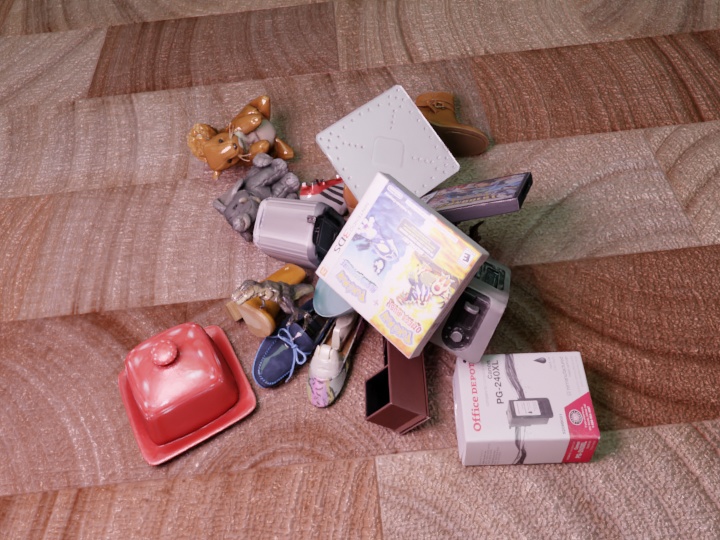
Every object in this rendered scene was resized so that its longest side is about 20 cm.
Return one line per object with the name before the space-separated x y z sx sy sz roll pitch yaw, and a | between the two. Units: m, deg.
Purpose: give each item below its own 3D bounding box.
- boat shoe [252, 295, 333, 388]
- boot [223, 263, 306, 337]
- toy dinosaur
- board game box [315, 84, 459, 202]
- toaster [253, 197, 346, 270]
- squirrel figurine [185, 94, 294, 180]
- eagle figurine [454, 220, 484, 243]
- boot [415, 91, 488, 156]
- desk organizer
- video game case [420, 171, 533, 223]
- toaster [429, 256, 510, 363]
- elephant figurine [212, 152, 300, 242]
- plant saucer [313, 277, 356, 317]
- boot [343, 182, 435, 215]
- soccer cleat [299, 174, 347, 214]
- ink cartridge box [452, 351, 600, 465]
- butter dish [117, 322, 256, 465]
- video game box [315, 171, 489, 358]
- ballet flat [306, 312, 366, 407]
boat shoe | -0.110 0.109 1.085 0.084 0.068 0.202 44 59 -18
boot | -0.150 0.041 1.111 0.143 0.072 0.200 -35 20 -22
toy dinosaur | -0.115 0.050 1.028 0.047 0.198 0.089 -44 67 24
board game box | 0.049 -0.211 1.173 0.198 0.026 0.202 -34 82 -14
toaster | -0.109 -0.066 1.167 0.126 0.200 0.117 9 84 17
squirrel figurine | -0.272 -0.257 1.341 0.196 0.144 0.187 -3 28 35
eagle figurine | 0.120 -0.055 1.177 0.195 0.152 0.154 13 74 9
boot | 0.196 -0.331 1.428 0.195 0.078 0.157 5 48 19
desk organizer | 0.053 0.149 1.035 0.076 0.072 0.203 25 45 -29
video game case | 0.182 -0.119 1.084 0.196 0.026 0.181 -9 17 25
toaster | 0.141 0.032 1.031 0.178 0.120 0.200 28 23 5
elephant figurine | -0.218 -0.126 1.244 0.140 0.157 0.201 29 55 17
plant saucer | 0.000 0.000 1.065 0.199 0.027 0.202 -38 28 23
boot | 0.058 -0.179 1.255 0.197 0.157 0.074 -24 45 -15
soccer cleat | -0.038 -0.151 1.307 0.197 0.087 0.068 -18 18 -37
ink cartridge box | 0.245 0.210 0.982 0.195 0.084 0.148 -2 52 3
butter dish | -0.295 0.165 1.026 0.197 0.149 0.200 -26 53 -15
video game box | 0.054 -0.010 0.925 0.199 0.184 0.047 40 19 21
ballet flat | -0.042 0.128 1.080 0.068 0.072 0.202 15 55 15
